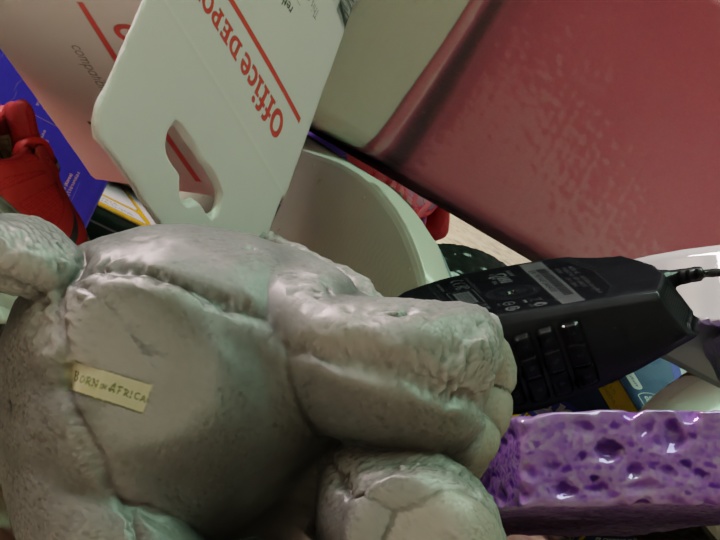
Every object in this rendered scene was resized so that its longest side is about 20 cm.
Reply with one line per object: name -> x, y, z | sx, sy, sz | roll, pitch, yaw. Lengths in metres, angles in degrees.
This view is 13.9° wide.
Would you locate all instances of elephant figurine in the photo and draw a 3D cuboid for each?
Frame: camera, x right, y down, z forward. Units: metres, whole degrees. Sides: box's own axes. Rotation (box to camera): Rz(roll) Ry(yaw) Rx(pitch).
elephant figurine -> -0.027, 0.063, 0.777 | 0.141, 0.155, 0.200 | -5, -8, 2

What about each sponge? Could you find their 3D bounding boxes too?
sponge -> 0.067, 0.064, 0.888 | 0.112, 0.030, 0.200 | 1, -7, -17

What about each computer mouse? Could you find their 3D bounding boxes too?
computer mouse -> 0.101, 0.012, 0.838 | 0.200, 0.034, 0.059 | -9, 14, -6

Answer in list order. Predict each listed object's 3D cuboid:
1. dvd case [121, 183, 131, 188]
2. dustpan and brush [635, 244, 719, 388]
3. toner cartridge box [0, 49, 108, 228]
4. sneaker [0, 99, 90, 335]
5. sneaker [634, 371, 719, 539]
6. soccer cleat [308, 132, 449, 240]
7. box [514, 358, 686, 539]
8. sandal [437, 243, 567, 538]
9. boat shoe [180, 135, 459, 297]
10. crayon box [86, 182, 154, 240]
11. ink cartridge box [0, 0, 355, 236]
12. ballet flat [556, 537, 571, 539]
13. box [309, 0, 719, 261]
dvd case -> -0.129, -0.077, 1.052 | 0.200, 0.016, 0.149 | 23, 15, -42
dustpan and brush -> 0.165, 0.028, 0.894 | 0.140, 0.200, 0.057 | 27, 57, -33
toner cartridge box -> -0.107, -0.087, 0.931 | 0.095, 0.200, 0.043 | 28, -5, -26
sneaker -> -0.092, -0.004, 0.830 | 0.200, 0.077, 0.085 | 32, 49, -64
sneaker -> 0.173, 0.113, 1.035 | 0.200, 0.085, 0.073 | 53, -29, -12
soccer cleat -> 0.002, -0.041, 1.158 | 0.200, 0.067, 0.077 | -23, 99, -77
box -> 0.160, 0.063, 1.133 | 0.200, 0.064, 0.070 | 2, 42, -34
sandal -> 0.080, 0.064, 1.185 | 0.075, 0.048, 0.200 | 3, 34, -38
boat shoe -> -0.001, 0.001, 0.947 | 0.071, 0.070, 0.201 | 25, 12, -31
crayon box -> -0.109, -0.031, 1.083 | 0.126, 0.052, 0.200 | 27, 13, -31
ink cartridge box -> -0.050, -0.100, 0.836 | 0.068, 0.200, 0.116 | 8, -26, 24
ballet flat -> 0.089, 0.129, 0.869 | 0.071, 0.069, 0.200 | -8, 12, 1
box -> 0.057, -0.067, 1.019 | 0.200, 0.109, 0.128 | 29, 1, -25
